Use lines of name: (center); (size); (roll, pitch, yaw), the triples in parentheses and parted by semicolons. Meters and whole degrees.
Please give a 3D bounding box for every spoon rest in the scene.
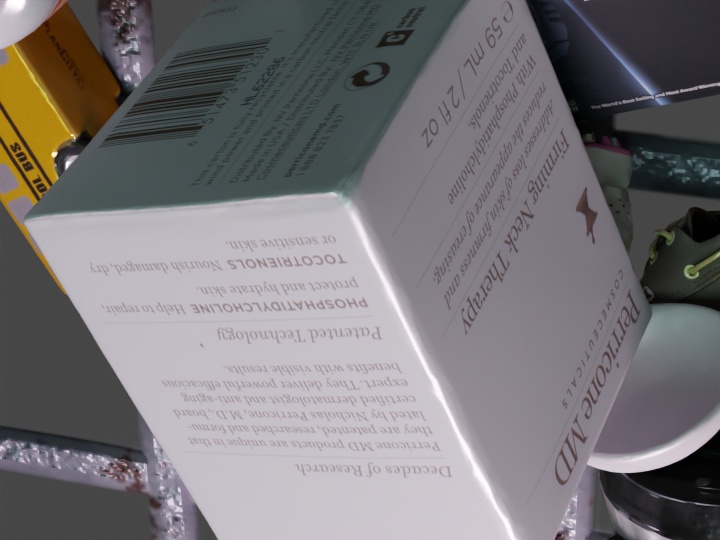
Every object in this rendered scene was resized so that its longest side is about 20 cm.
spoon rest: (0.095, 0.055, 0.838); (0.199, 0.100, 0.061); (-7, 129, 44)

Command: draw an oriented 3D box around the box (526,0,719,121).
box: (0.080, -0.133, 0.785); (0.198, 0.044, 0.160); (-9, 143, 21)

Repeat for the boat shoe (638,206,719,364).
boat shoe: (0.179, -0.007, 0.853); (0.199, 0.072, 0.060); (-32, 91, 34)

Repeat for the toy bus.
toy bus: (-0.174, -0.092, 0.927); (0.078, 0.065, 0.201); (-21, 111, 30)

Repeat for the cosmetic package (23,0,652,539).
cosmetic package: (0.000, 0.000, 0.751); (0.165, 0.168, 0.201); (-3, 129, 34)

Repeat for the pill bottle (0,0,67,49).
pill bottle: (-0.168, -0.168, 0.797); (0.112, 0.200, 0.114); (9, 122, 14)

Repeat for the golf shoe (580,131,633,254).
golf shoe: (0.042, -0.015, 0.878); (0.198, 0.075, 0.092); (-7, 92, 24)

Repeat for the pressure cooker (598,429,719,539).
pressure cooker: (0.219, 0.148, 0.865); (0.177, 0.176, 0.201); (-8, 117, 19)
